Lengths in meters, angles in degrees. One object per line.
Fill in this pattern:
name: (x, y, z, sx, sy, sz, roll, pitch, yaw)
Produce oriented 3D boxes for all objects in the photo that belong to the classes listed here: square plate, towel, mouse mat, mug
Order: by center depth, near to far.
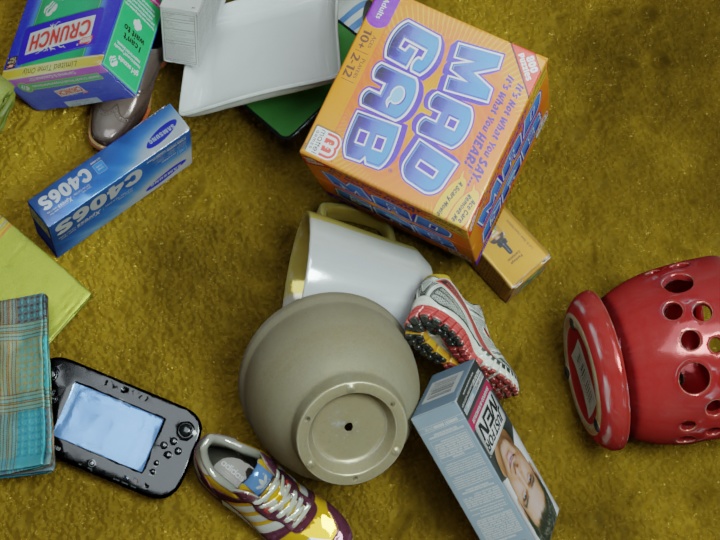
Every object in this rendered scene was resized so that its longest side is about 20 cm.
towel: (-0.407, 0.131, 1.566, 0.145, 0.022, 0.203, -10, 70, 10)
mug: (0.001, 0.003, 1.614, 0.151, 0.149, 0.189, 10, 75, -10)
towel: (-0.408, -0.003, 1.640, 0.199, 0.018, 0.086, 39, 76, 8)
square plate: (-0.115, -0.262, 1.693, 0.196, 0.029, 0.202, -13, 44, 11)
mouse mat: (-0.094, -0.259, 1.726, 0.161, 0.008, 0.200, -44, 58, -9)

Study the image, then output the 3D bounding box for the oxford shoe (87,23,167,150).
oxford shoe: (-0.276, -0.237, 1.708, 0.070, 0.073, 0.202, 18, 69, 1)

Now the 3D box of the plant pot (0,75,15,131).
plant pot: (-0.501, -0.200, 1.624, 0.183, 0.200, 0.202, 30, 69, -6)

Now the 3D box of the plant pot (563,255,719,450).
plant pot: (0.329, 0.097, 1.577, 0.180, 0.201, 0.203, -10, 71, -6)

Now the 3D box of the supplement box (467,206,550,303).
supplement box: (0.132, -0.059, 1.687, 0.066, 0.069, 0.200, -38, 76, -16)

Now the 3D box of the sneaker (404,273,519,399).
sneaker: (0.122, 0.078, 1.580, 0.077, 0.200, 0.083, -9, 49, 30)

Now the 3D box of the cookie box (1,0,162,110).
cookie box: (-0.317, -0.299, 1.683, 0.169, 0.075, 0.202, -3, 64, 34)

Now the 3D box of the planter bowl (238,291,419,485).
planter bowl: (-0.023, 0.143, 1.506, 0.197, 0.135, 0.203, -5, 114, -12)

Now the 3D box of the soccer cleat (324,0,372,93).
soccer cleat: (-0.033, -0.246, 1.746, 0.085, 0.070, 0.202, 7, 65, 13)

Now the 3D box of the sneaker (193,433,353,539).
sneaker: (-0.096, 0.246, 1.536, 0.198, 0.090, 0.075, 29, 70, 7)

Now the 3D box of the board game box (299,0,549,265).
board game box: (0.077, -0.153, 1.569, 0.198, 0.200, 0.202, 25, 84, 12)

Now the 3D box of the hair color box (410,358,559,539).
hair color box: (0.135, 0.208, 1.521, 0.060, 0.099, 0.201, -23, 105, 25)

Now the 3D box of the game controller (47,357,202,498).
game controller: (-0.277, 0.173, 1.570, 0.198, 0.042, 0.105, 21, 68, 5)

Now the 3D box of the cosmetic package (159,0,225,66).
cosmetic package: (-0.193, -0.343, 1.716, 0.050, 0.083, 0.202, 10, 48, 3)

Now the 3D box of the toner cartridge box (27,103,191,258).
toner cartridge box: (-0.285, -0.103, 1.646, 0.199, 0.095, 0.043, -38, 78, -16)
